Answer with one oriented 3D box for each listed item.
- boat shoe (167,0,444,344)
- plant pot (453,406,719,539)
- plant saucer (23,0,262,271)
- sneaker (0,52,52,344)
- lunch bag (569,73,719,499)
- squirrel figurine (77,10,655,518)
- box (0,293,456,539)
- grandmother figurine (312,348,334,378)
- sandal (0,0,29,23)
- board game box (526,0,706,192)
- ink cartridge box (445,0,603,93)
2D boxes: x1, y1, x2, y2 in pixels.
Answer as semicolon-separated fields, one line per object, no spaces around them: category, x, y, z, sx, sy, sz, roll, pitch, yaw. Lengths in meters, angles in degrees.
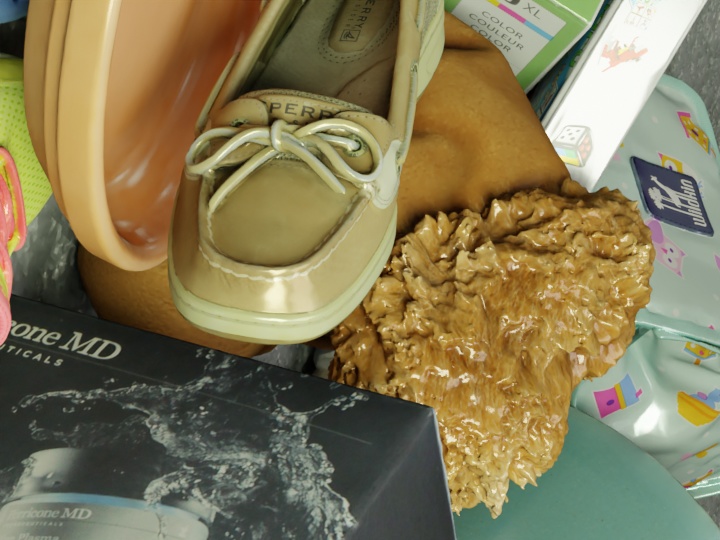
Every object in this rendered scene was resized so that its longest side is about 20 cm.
boat shoe;-0.014;-0.056;0.825;0.201;0.073;0.063;-64;161;-47
plant pot;0.056;0.182;1.165;0.161;0.200;0.201;-41;139;-33
plant saucer;-0.058;-0.100;0.815;0.200;0.037;0.201;17;90;-78
sneaker;-0.135;0.000;0.792;0.200;0.090;0.078;-50;142;-45
lunch bag;0.126;0.003;1.221;0.200;0.122;0.171;63;13;-58
squirrel figurine;0.000;0.000;0.951;0.186;0.200;0.142;-17;129;-46
box;-0.098;0.123;0.808;0.200;0.196;0.118;-52;145;-40
grandmother figurine;-0.034;0.094;1.085;0.200;0.060;0.122;-52;135;-43
sandal;-0.111;-0.162;0.763;0.080;0.087;0.201;-48;145;-47
board game box;0.119;-0.119;1.075;0.200;0.035;0.126;-59;-174;6
ink cartridge box;0.075;-0.137;1.064;0.104;0.059;0.200;-62;-174;-25
